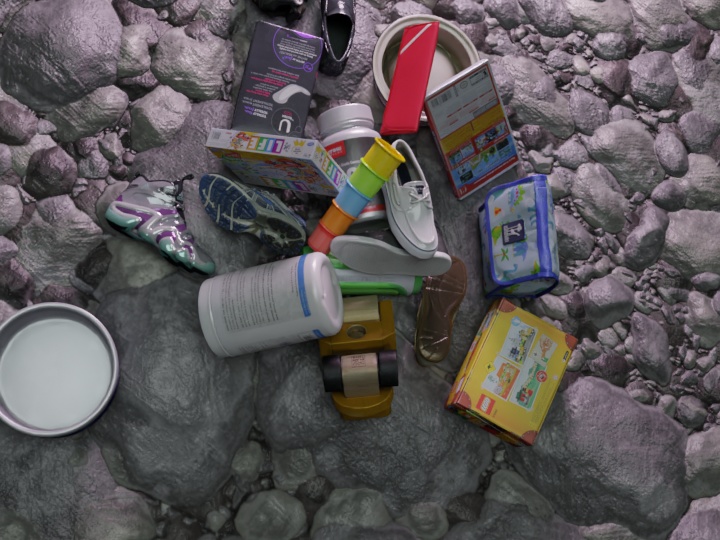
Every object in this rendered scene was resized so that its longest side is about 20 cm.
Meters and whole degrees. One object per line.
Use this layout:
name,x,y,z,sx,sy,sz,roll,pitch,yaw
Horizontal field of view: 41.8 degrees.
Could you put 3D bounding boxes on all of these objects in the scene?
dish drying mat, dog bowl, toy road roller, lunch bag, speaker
dish drying mat,0.083,-0.324,1.585,0.018,0.076,0.202,31,68,-49
dog bowl,0.111,-0.344,1.666,0.198,0.074,0.202,2,78,-10
toy road roller,-0.001,0.151,1.521,0.122,0.147,0.201,-5,42,1
dog bowl,-0.470,0.154,1.441,0.198,0.079,0.202,2,77,-10
lunch bag,0.270,-0.050,1.565,0.126,0.200,0.172,-1,79,-11
speaker,0.000,0.000,1.561,0.198,0.088,0.089,1,77,-11

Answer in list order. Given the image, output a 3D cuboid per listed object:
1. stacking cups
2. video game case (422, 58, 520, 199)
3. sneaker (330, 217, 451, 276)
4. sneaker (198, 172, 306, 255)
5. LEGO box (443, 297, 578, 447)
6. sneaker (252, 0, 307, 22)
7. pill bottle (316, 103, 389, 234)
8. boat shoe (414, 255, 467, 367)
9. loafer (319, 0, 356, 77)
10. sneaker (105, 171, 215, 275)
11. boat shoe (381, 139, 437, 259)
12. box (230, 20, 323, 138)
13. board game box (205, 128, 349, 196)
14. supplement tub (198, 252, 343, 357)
stacking cups,-0.013,-0.114,1.483,0.060,0.061,0.200,39,107,0
video game case,0.193,-0.243,1.634,0.142,0.017,0.201,-32,118,-16
sneaker,0.045,-0.051,1.515,0.198,0.071,0.100,7,49,-14
sneaker,-0.175,-0.099,1.557,0.199,0.085,0.077,34,117,-3
LEGO box,0.251,0.171,1.576,0.148,0.077,0.201,29,74,-3
sneaker,-0.099,-0.509,1.663,0.198,0.076,0.115,-30,86,-12
pill bottle,-0.010,-0.168,1.582,0.113,0.114,0.202,-10,80,-13
boat shoe,0.127,0.068,1.581,0.073,0.066,0.201,22,62,-4
loafer,-0.036,-0.441,1.658,0.067,0.070,0.203,10,76,-19
sneaker,-0.297,-0.091,1.529,0.199,0.078,0.141,31,75,-3
boat shoe,0.077,-0.115,1.482,0.073,0.065,0.201,-8,62,-29
box,-0.143,-0.296,1.589,0.121,0.106,0.202,14,75,-8
board game box,-0.130,-0.171,1.504,0.198,0.134,0.035,11,73,28
supplement tub,-0.137,0.054,1.464,0.198,0.132,0.133,-12,79,13
